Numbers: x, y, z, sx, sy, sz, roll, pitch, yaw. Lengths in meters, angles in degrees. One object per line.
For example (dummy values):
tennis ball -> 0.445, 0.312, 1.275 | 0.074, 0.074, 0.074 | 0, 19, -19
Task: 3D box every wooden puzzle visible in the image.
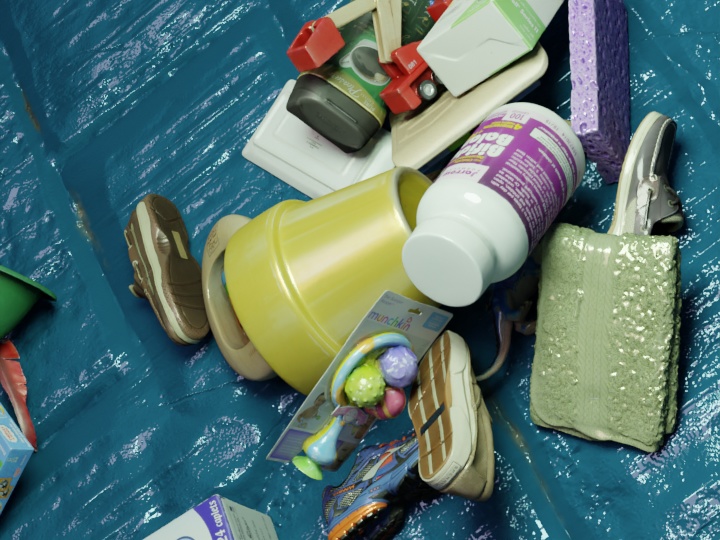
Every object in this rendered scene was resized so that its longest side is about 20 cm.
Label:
wooden puzzle -> 0.113, -0.176, 1.662 | 0.185, 0.046, 0.200 | -37, 17, 11

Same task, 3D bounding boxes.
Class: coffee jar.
coffee jar -> 0.008, -0.230, 1.738 | 0.200, 0.104, 0.085 | -58, 13, -13

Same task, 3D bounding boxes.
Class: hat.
hat -> -0.456, 0.077, 1.865 | 0.200, 0.166, 0.177 | 17, 79, 37

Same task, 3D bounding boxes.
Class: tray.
tray -> -0.046, -0.139, 1.799 | 0.200, 0.022, 0.108 | 32, 87, 37

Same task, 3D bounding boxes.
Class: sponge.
sponge -> 0.238, -0.200, 1.596 | 0.030, 0.112, 0.201 | -10, 65, 25

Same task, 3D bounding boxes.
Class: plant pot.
plant pot -> 0.000, 0.000, 1.585 | 0.189, 0.201, 0.201 | -31, 56, 25

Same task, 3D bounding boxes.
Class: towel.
towel -> 0.227, 0.061, 1.496 | 0.148, 0.036, 0.201 | 8, 98, 31

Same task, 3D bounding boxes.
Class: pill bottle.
pill bottle -> 0.120, -0.059, 1.487 | 0.112, 0.113, 0.200 | 7, 41, 33

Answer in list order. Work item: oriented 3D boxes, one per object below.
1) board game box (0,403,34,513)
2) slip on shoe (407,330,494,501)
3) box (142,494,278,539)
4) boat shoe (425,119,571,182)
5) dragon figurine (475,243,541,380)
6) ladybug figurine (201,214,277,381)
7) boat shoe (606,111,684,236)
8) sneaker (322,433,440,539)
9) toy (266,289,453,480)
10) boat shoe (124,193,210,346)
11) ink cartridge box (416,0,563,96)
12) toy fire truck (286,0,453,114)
board game box -> -0.459, 0.236, 1.842 | 0.151, 0.037, 0.200 | 44, 114, 37
slip on shoe -> 0.091, 0.136, 1.500 | 0.076, 0.060, 0.200 | -51, 21, 24
box -> -0.165, 0.358, 1.602 | 0.200, 0.105, 0.184 | -34, 55, 15
boat shoe -> 0.137, -0.107, 1.641 | 0.200, 0.073, 0.063 | -28, 60, 19
dragon figurine -> 0.141, 0.014, 1.594 | 0.099, 0.059, 0.201 | 25, 86, 37
ladybug figurine -> -0.109, 0.026, 1.719 | 0.136, 0.072, 0.200 | -49, 51, 39
boat shoe -> 0.278, -0.052, 1.537 | 0.065, 0.072, 0.201 | 12, 80, 29
sneaker -> 0.034, 0.191, 1.575 | 0.200, 0.075, 0.079 | -40, 51, 8
toy -> 0.009, 0.119, 1.524 | 0.200, 0.115, 0.047 | -52, 54, 14
boat shoe -> -0.222, 0.012, 1.818 | 0.075, 0.075, 0.203 | -41, 47, 27
ink cartridge box -> 0.151, -0.275, 1.631 | 0.117, 0.067, 0.200 | -28, 21, 45
toy fire truck -> 0.035, -0.243, 1.674 | 0.200, 0.141, 0.049 | -46, 18, -20
